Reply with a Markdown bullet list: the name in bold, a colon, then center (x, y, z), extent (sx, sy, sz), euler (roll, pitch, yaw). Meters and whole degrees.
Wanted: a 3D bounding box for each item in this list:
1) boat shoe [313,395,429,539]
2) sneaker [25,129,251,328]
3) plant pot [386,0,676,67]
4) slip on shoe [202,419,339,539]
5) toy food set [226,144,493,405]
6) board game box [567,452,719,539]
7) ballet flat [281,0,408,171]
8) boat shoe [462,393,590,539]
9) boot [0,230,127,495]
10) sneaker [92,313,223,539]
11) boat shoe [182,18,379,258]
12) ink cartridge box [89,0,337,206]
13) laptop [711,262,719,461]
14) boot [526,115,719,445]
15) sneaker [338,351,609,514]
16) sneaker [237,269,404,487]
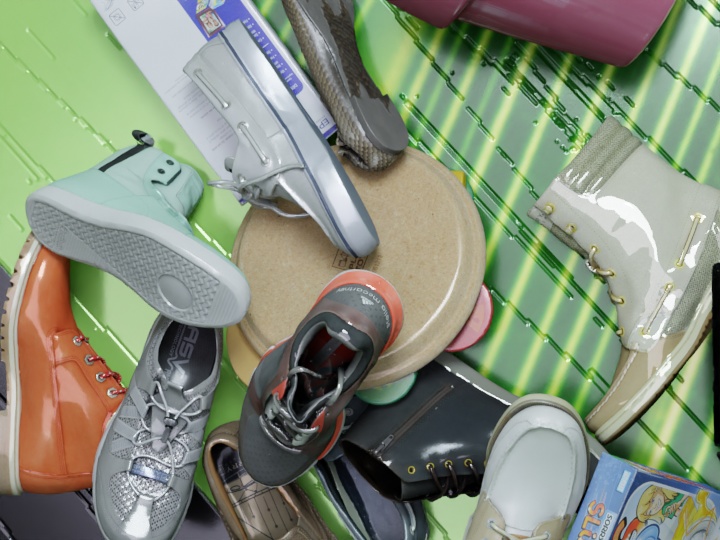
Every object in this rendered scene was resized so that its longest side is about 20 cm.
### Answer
- **boat shoe**: center (-0.006, 0.123, 1.399), extent (0.072, 0.062, 0.201), euler (-24, 85, 8)
- **sneaker**: center (-0.133, -0.036, 1.381), extent (0.200, 0.118, 0.074), euler (26, 135, 29)
- **plant pot**: center (0.135, -0.238, 1.333), extent (0.178, 0.200, 0.201), euler (27, 93, -8)
- **slip on shoe**: center (-0.055, 0.201, 1.406), extent (0.076, 0.061, 0.201), euler (-28, 85, 7)
- **toy food set**: center (0.000, 0.000, 1.385), extent (0.196, 0.049, 0.202), euler (-1, 68, 15)
- **board game box**: center (0.180, 0.236, 1.337), extent (0.034, 0.135, 0.201), euler (24, 93, 45)
- **ballet flat**: center (-0.023, -0.158, 1.398), extent (0.046, 0.067, 0.201), euler (-40, 66, 37)
- **boat shoe**: center (0.108, 0.176, 1.297), extent (0.074, 0.069, 0.201), euler (13, 126, 3)
- **boot**: center (-0.216, 0.069, 1.433), extent (0.106, 0.075, 0.202), euler (3, 95, 3)
- **sneaker**: center (-0.144, 0.104, 1.371), extent (0.074, 0.082, 0.202), euler (13, 69, -8)
- **boat shoe**: center (-0.068, -0.078, 1.361), extent (0.086, 0.075, 0.203), euler (-35, 75, 5)
- **ink cartridge box**: center (-0.107, -0.154, 1.433), extent (0.099, 0.039, 0.201), euler (-36, 82, 5)
- **laptop**: center (0.339, 0.094, 1.303), extent (0.176, 0.103, 0.202), euler (-3, 84, 33)
- **boot**: center (0.180, 0.007, 1.371), extent (0.154, 0.072, 0.201), euler (34, 89, 7)
- **sneaker**: center (0.087, 0.143, 1.360), extent (0.199, 0.075, 0.106), euler (29, 58, 17)
- **sneaker**: center (-0.043, 0.085, 1.305), extent (0.077, 0.082, 0.201), euler (32, 126, 4)
